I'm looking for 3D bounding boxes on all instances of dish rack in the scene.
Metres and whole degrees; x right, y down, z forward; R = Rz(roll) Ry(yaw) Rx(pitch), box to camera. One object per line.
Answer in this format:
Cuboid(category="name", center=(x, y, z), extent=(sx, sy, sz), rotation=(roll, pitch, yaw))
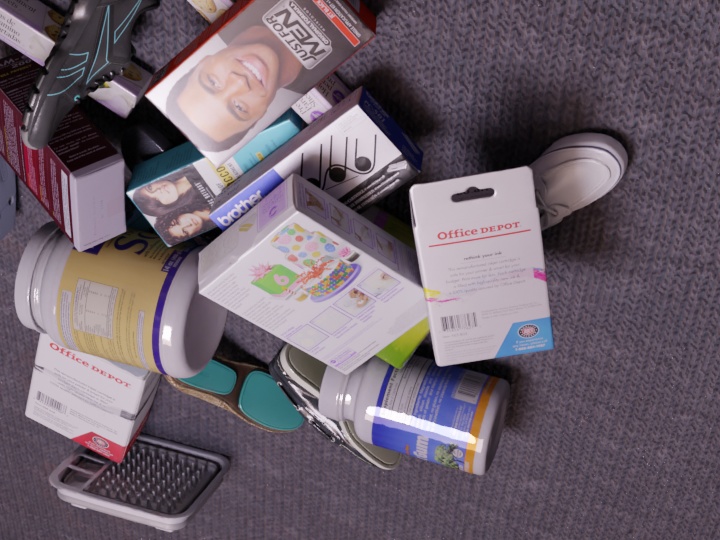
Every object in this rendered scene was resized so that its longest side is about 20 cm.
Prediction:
Cuboid(category="dish rack", center=(-0.285, 0.276, 1.854), extent=(0.199, 0.172, 0.044), rotation=(12, 113, 15))

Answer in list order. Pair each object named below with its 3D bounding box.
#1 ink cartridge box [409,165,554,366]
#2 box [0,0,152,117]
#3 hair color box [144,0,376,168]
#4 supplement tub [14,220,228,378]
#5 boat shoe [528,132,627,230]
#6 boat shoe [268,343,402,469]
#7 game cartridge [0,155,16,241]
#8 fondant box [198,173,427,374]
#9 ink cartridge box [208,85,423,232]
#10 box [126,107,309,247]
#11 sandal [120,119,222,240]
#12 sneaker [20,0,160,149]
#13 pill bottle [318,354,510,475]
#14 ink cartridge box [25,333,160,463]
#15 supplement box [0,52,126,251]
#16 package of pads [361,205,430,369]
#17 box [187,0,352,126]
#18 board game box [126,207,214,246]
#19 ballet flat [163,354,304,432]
Cuboid(category="ink cartridge box", center=(0.111, -0.017, 1.321), extent=(0.115, 0.068, 0.201), rotation=(-9, 122, 3))
Cuboid(category="box", center=(-0.309, -0.231, 1.454), extent=(0.200, 0.041, 0.039), rotation=(33, 136, -6))
Cuboid(category="hair color box", center=(-0.091, -0.198, 1.316), extent=(0.200, 0.061, 0.102), rotation=(-38, 111, 19))
Cuboid(category="supplement tub", center=(-0.256, 0.027, 1.544), extent=(0.199, 0.146, 0.146), rotation=(13, 136, 15))
Cuboid(category="boat shoe", center=(0.169, -0.065, 1.367), extent=(0.074, 0.065, 0.200), rotation=(44, 135, -17))
Cuboid(category="boat shoe", center=(-0.034, 0.166, 1.693), extent=(0.199, 0.075, 0.066), rotation=(42, 138, -16))
Cuboid(category="game cartridge", center=(-0.438, -0.097, 1.593), extent=(0.041, 0.133, 0.200), rotation=(15, 136, 12))
Cuboid(category="fondant box", center=(-0.038, 0.008, 1.396), extent=(0.200, 0.058, 0.144), rotation=(31, 126, -34))
Cuboid(category="ink cartridge box", center=(-0.044, -0.084, 1.392), extent=(0.200, 0.044, 0.094), rotation=(-34, 113, 25))
Cuboid(category="box", center=(-0.133, -0.100, 1.455), extent=(0.199, 0.049, 0.082), rotation=(-22, 124, 21))
Cuboid(category="sandal", center=(-0.183, -0.093, 1.544), extent=(0.076, 0.043, 0.200), rotation=(-10, 134, 44))
Cuboid(category="sneaker", center=(-0.267, -0.202, 1.392), extent=(0.079, 0.075, 0.200), rotation=(25, 98, -21))
Cuboid(category="pill bottle", center=(0.059, 0.151, 1.601), extent=(0.199, 0.112, 0.112), rotation=(14, 136, 14))
Cuboid(category="ink cartridge box", center=(-0.334, 0.134, 1.806), extent=(0.144, 0.084, 0.200), rotation=(27, 139, 2))
Cuboid(category="supplement box", center=(-0.321, -0.127, 1.488), extent=(0.200, 0.061, 0.109), rotation=(46, 147, 29))
Cuboid(category="package of pads", center=(0.000, 0.000, 1.516), extent=(0.200, 0.068, 0.155), rotation=(31, 139, -5))
Cuboid(category="box", center=(-0.090, -0.219, 1.367), extent=(0.041, 0.039, 0.200), rotation=(-27, 116, 41))
Cuboid(category="board game box", center=(-0.230, 0.004, 1.651), extent=(0.151, 0.047, 0.200), rotation=(42, 136, -16))
Cuboid(category="ballet flat", center=(-0.157, 0.139, 1.730), extent=(0.200, 0.071, 0.065), rotation=(31, 168, -28))
